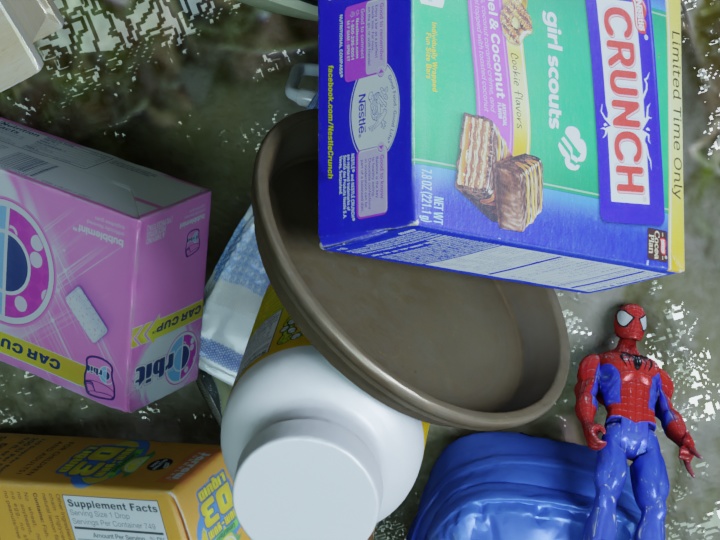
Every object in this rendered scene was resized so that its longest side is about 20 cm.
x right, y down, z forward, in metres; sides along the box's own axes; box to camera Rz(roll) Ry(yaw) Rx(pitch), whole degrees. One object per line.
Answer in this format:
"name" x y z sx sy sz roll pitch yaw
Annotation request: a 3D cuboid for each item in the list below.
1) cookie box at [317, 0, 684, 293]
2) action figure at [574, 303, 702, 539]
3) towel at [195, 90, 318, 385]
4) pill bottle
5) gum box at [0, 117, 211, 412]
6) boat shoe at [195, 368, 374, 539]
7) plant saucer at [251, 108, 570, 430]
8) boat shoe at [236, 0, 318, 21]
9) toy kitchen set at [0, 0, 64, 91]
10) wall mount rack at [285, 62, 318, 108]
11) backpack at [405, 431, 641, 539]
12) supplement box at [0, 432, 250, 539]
"cookie box" 0.074 -0.087 1.333 0.075 0.199 0.172 -10 76 46
"action figure" 0.152 0.102 1.471 0.065 0.201 0.052 9 140 -8
"towel" 0.000 0.000 1.451 0.146 0.024 0.200 28 113 -7
"pill bottle" -0.014 0.067 1.356 0.104 0.200 0.105 3 118 6
"gum box" -0.183 -0.012 1.467 0.199 0.066 0.114 20 116 30
"boat shoe" -0.022 0.124 1.516 0.074 0.076 0.201 -28 75 -3
"plant saucer" 0.022 0.002 1.336 0.200 0.200 0.029 38 124 -11
"boat shoe" -0.015 -0.158 1.391 0.200 0.074 0.063 13 96 -21
"toy kitchen set" -0.283 -0.149 1.333 0.180 0.163 0.201 -25 110 14
"wall mount rack" 0.036 -0.041 1.477 0.173 0.075 0.201 8 114 -2
"backpack" 0.102 0.207 1.529 0.162 0.168 0.201 10 110 -8
"supplement box" -0.159 0.137 1.527 0.199 0.067 0.069 2 115 33
